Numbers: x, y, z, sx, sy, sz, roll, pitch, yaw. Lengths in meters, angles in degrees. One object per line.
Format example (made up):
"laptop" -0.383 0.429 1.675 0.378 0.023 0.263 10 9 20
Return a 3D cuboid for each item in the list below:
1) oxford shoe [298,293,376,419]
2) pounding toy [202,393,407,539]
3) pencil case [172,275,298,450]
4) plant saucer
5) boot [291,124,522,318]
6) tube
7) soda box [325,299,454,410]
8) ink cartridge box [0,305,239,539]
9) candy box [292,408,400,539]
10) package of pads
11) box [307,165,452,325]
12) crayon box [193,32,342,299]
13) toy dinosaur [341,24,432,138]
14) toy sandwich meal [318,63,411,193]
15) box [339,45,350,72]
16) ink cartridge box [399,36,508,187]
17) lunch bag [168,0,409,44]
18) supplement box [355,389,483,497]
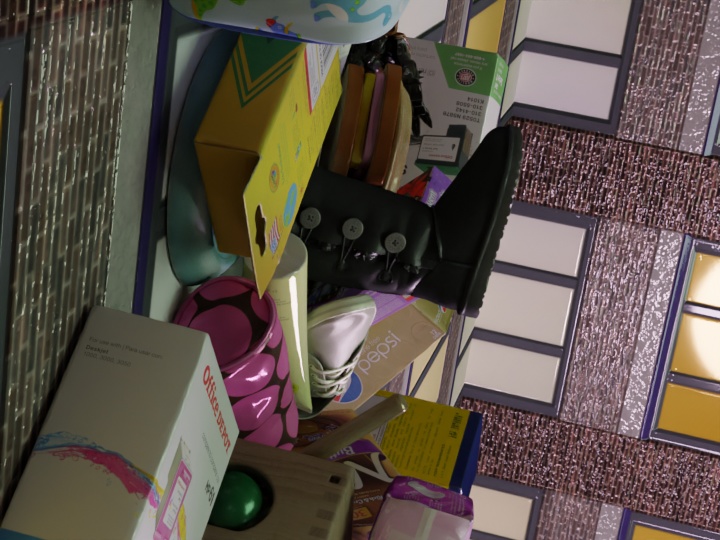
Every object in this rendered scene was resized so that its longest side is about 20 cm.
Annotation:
"oxford shoe" -0.028 0.077 1.252 0.200 0.075 0.058 123 -47 -57
"pounding toy" -0.073 0.191 1.075 0.143 0.182 0.201 -66 164 -47
"pencil case" -0.098 0.090 1.121 0.093 0.091 0.201 -34 150 -17
"plant saucer" -0.097 -0.084 1.076 0.200 0.027 0.202 13 90 -79
"boot" 0.021 -0.061 1.179 0.066 0.198 0.166 -105 -150 -84
"tube" -0.071 0.050 1.180 0.058 0.052 0.201 58 -23 32
"soda box" 0.007 0.076 1.423 0.200 0.068 0.064 -42 -167 36
"ink cartridge box" -0.150 0.146 0.890 0.145 0.084 0.201 84 20 -59
"candy box" -0.029 0.192 1.254 0.200 0.116 0.057 -131 -135 -58
"package of pads" 0.026 0.263 1.095 0.121 0.075 0.202 4 104 -86
"box" 0.000 0.000 1.332 0.199 0.039 0.138 -32 -152 43
"crayon box" -0.066 -0.098 1.013 0.127 0.050 0.201 86 18 -55
"toy dinosaur" 0.014 -0.203 1.434 0.136 0.101 0.201 -88 163 -50
"toy sandwich meal" -0.015 -0.098 1.290 0.205 0.070 0.207 -164 -90 -73
"box" -0.034 -0.192 1.252 0.039 0.041 0.202 81 22 -61
"ink cartridge box" 0.068 -0.143 1.557 0.084 0.145 0.202 9 92 -78
"lunch bag" -0.027 -0.231 0.916 0.083 0.159 0.201 92 15 -44
"supplement box" 0.024 0.207 1.564 0.110 0.198 0.109 92 15 -44
